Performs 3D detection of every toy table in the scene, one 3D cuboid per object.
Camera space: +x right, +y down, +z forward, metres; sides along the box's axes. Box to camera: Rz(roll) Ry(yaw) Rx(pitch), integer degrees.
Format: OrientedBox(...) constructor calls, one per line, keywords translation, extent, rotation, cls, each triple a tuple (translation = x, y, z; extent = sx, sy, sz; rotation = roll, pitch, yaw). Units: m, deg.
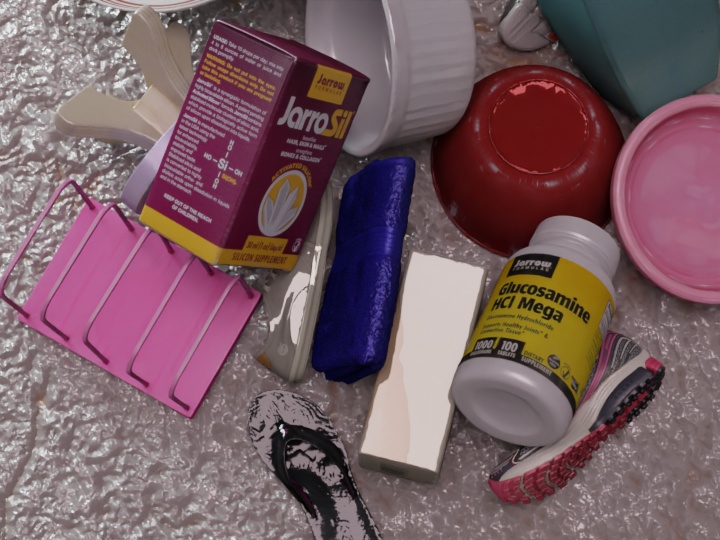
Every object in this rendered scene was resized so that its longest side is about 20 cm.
OrientedBox(translation=(-0.195, -0.156, 1.502), extent=(0.117, 0.184, 0.200), rotation=(40, 39, 4), cls="toy table")

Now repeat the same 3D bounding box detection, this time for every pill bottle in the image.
OrientedBox(translation=(0.167, 0.050, 1.428), extent=(0.112, 0.113, 0.200), rotation=(23, 57, 7), cls="pill bottle")

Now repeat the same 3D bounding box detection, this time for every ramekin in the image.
OrientedBox(translation=(0.030, -0.214, 1.496), extent=(0.097, 0.200, 0.201), rotation=(-10, 74, -24), cls="ramekin")

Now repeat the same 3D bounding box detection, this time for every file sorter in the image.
OrientedBox(translation=(-0.217, 0.024, 1.468), extent=(0.199, 0.125, 0.139), rotation=(29, 81, 9), cls="file sorter")

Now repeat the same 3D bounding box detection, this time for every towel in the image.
OrientedBox(translation=(0.000, 0.000, 1.463), extent=(0.049, 0.148, 0.201), rotation=(11, 76, -12), cls="towel")

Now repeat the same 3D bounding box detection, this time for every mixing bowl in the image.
OrientedBox(translation=(0.169, -0.122, 1.514), extent=(0.199, 0.108, 0.201), rotation=(0, 74, 0), cls="mixing bowl")

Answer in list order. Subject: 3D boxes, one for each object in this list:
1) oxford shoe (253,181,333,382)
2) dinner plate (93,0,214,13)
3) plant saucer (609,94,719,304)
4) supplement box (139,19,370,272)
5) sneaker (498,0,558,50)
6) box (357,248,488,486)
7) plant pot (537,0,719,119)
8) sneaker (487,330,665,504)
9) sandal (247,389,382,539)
OrientedBox(translation=(-0.062, 0.006, 1.502), extent=(0.057, 0.075, 0.201), rotation=(12, 80, 0), cls="oxford shoe")
OrientedBox(translation=(-0.198, -0.311, 1.581), extent=(0.199, 0.024, 0.201), rotation=(0, 44, 0), cls="dinner plate")
OrientedBox(translation=(0.333, -0.067, 1.507), extent=(0.200, 0.051, 0.202), rotation=(1, 84, -9), cls="plant saucer")
OrientedBox(translation=(-0.095, -0.110, 1.426), extent=(0.103, 0.131, 0.201), rotation=(29, 103, 30), cls="supplement box")
OrientedBox(translation=(0.204, -0.311, 1.596), extent=(0.200, 0.077, 0.082), rotation=(-49, 43, -1), cls="sneaker")
OrientedBox(translation=(0.059, 0.091, 1.466), extent=(0.077, 0.095, 0.201), rotation=(13, 74, 5), cls="box")
OrientedBox(translation=(0.259, -0.259, 1.502), extent=(0.141, 0.141, 0.200), rotation=(-29, 116, -7), cls="plant pot")
OrientedBox(translation=(0.194, 0.140, 1.463), extent=(0.200, 0.081, 0.075), rotation=(-40, 63, -17), cls="sneaker")
OrientedBox(translation=(-0.038, 0.194, 1.462), extent=(0.075, 0.048, 0.201), rotation=(-31, 77, -7), cls="sandal")
